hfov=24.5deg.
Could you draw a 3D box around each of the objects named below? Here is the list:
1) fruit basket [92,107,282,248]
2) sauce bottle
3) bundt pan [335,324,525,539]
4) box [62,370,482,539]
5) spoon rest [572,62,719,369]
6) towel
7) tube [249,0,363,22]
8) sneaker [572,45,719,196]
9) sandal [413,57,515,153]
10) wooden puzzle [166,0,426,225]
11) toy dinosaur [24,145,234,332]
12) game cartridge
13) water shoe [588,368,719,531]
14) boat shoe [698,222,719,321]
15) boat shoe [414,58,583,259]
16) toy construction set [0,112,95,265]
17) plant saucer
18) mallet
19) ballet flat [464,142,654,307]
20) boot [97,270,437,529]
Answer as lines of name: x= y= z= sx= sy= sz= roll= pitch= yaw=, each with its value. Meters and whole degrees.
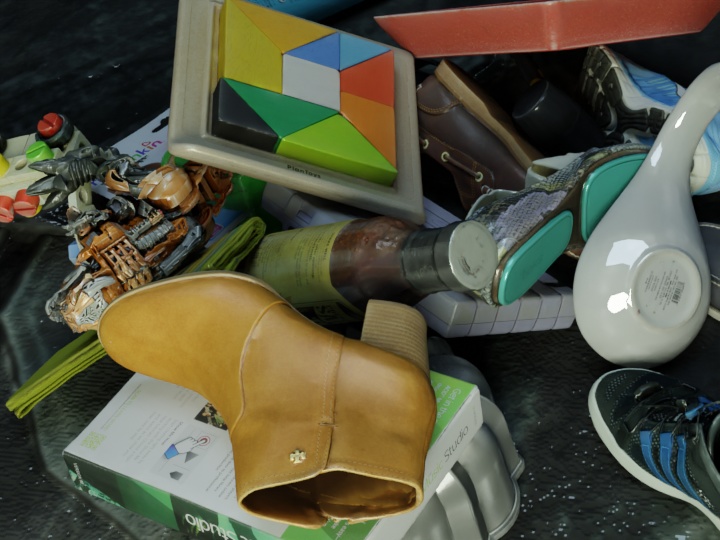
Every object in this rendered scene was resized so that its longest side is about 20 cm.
fruit basket: x=-0.103 y=-0.099 z=1.259 sx=0.185 sy=0.094 sz=0.200 roll=-35 pitch=43 yaw=-26
sauce bottle: x=0.000 y=0.000 z=1.019 sx=0.199 sy=0.066 sz=0.066 roll=-7 pitch=30 yaw=52
bundt pan: x=-0.003 y=0.108 z=1.009 sx=0.200 sy=0.076 sz=0.203 roll=-7 pitch=41 yaw=6
box: x=-0.049 y=0.096 z=0.948 sx=0.199 sy=0.037 sz=0.144 roll=16 pitch=47 yaw=30
spoon rest: x=0.200 y=-0.034 z=1.066 sx=0.099 sy=0.201 sz=0.061 roll=23 pitch=-1 yaw=-20
towel: x=-0.146 y=0.031 z=1.085 sx=0.199 sy=0.018 sz=0.086 roll=-32 pitch=9 yaw=29
tube: x=-0.036 y=-0.245 z=1.451 sx=0.199 sy=0.051 sz=0.077 roll=-27 pitch=47 yaw=-25
sneaker: x=0.221 y=-0.103 z=1.220 sx=0.089 sy=0.079 sz=0.200 roll=4 pitch=28 yaw=-24
sandal: x=0.034 y=-0.143 z=1.315 sx=0.199 sy=0.043 sz=0.076 roll=26 pitch=53 yaw=36
wooden puzzle: x=-0.041 y=-0.125 z=1.161 sx=0.184 sy=0.037 sz=0.201 roll=15 pitch=41 yaw=-18
toy dinosaur: x=-0.140 y=-0.032 z=1.111 sx=0.135 sy=0.103 sz=0.199 roll=7 pitch=25 yaw=43
game cartridge: x=0.036 y=-0.012 z=1.125 sx=0.129 sy=0.039 sz=0.200 roll=-7 pitch=31 yaw=-41
water shoe: x=0.208 y=0.099 z=0.965 sx=0.071 sy=0.079 sz=0.200 roll=-29 pitch=43 yaw=-20
boat shoe: x=0.277 y=0.008 z=1.067 sx=0.072 sy=0.063 sz=0.200 roll=-33 pitch=44 yaw=-20
boat shoe: x=0.101 y=-0.068 z=1.199 sx=0.070 sy=0.070 sz=0.200 roll=-49 pitch=53 yaw=13
toy construction set: x=-0.255 y=-0.042 z=1.219 sx=0.198 sy=0.092 sz=0.132 roll=1 pitch=53 yaw=14
plant saucer: x=0.145 y=-0.186 z=1.243 sx=0.199 sy=0.037 sz=0.199 roll=-11 pitch=11 yaw=-36
mallet: x=0.144 y=-0.130 z=1.264 sx=0.041 sy=0.066 sz=0.200 roll=-44 pitch=13 yaw=15
ballet flat: x=0.123 y=-0.043 z=1.076 sx=0.072 sy=0.072 sz=0.200 roll=24 pitch=38 yaw=34
boot: x=-0.059 y=0.072 z=0.894 sx=0.200 sy=0.071 sz=0.144 roll=2 pitch=38 yaw=7
